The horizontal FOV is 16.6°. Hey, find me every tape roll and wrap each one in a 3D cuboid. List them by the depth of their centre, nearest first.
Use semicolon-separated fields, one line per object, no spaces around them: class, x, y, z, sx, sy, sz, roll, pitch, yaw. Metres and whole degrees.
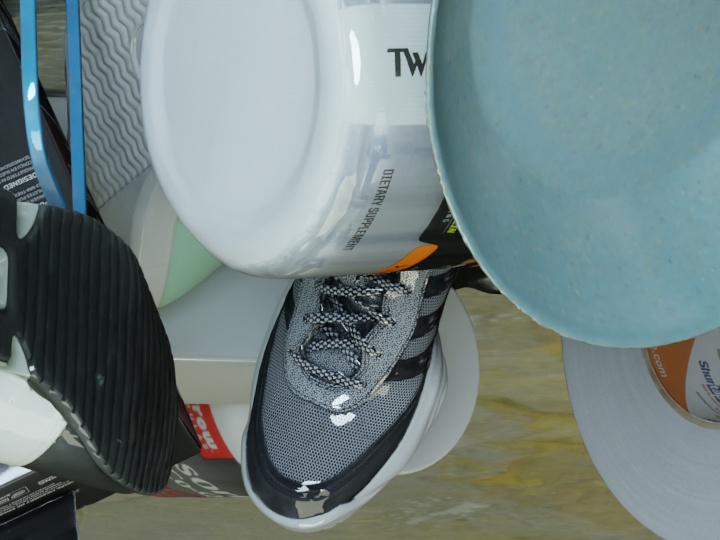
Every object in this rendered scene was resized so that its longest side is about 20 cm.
tape roll;0.164;0.011;0.947;0.066;0.201;0.200;8;160;-34

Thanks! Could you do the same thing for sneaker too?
sneaker;-0.124;0.016;0.708;0.088;0.074;0.200;-11;152;24
sneaker;-0.044;-0.072;0.894;0.118;0.074;0.201;-31;159;-32
sneaker;0.000;0.000;0.904;0.075;0.201;0.114;26;179;17

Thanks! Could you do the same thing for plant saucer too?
plant saucer;0.088;-0.079;0.707;0.200;0.202;0.039;10;-169;-40

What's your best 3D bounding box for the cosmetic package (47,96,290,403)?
cosmetic package;-0.129;-0.007;0.991;0.199;0.113;0.081;4;162;-17

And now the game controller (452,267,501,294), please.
game controller;0.051;-0.025;1.114;0.104;0.042;0.200;-18;165;-3

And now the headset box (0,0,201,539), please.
headset box;-0.154;0.016;0.835;0.148;0.201;0.075;-24;164;-2

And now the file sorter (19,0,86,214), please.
file sorter;-0.184;-0.070;0.740;0.199;0.123;0.139;-3;163;-1

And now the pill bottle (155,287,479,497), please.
pill bottle;-0.044;0.046;1.128;0.115;0.116;0.200;9;171;-36

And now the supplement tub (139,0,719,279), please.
supplement tub;0.041;-0.062;0.783;0.199;0.123;0.122;-4;167;-36
